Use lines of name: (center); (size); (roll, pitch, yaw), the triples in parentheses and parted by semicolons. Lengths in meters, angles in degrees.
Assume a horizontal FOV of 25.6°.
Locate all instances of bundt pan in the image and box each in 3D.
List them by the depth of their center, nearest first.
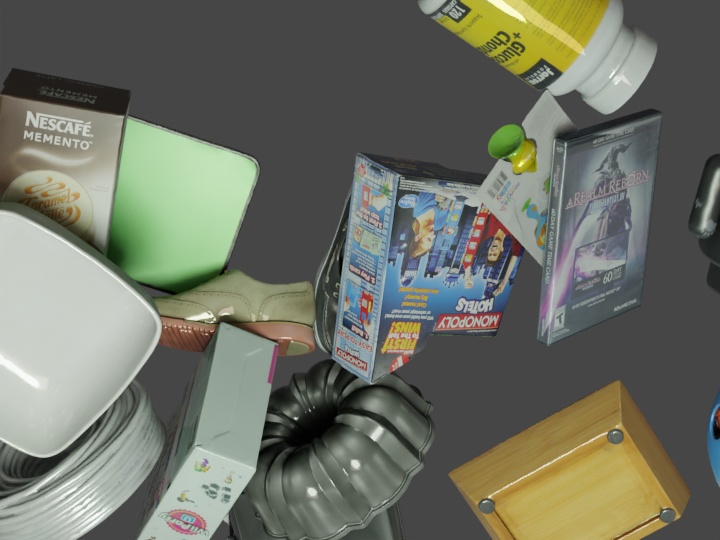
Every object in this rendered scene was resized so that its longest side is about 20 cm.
bundt pan: (-0.034, 0.157, 1.485); (0.202, 0.202, 0.076); (-32, 120, 10)

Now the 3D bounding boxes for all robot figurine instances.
robot figurine: (0.384, -0.063, 1.468); (0.125, 0.150, 0.200); (19, 113, 20)

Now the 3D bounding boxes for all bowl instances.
bowl: (-0.295, 0.043, 1.410); (0.200, 0.075, 0.200); (37, 110, -17)

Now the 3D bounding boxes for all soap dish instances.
soap dish: (0.214, 0.223, 1.594); (0.200, 0.081, 0.157); (-30, 110, 10)

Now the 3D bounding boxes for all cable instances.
cable: (-0.277, 0.181, 1.489); (0.200, 0.200, 0.069); (-17, 119, 25)

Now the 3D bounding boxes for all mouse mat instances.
mouse mat: (-0.209, -0.064, 1.497); (0.200, 0.008, 0.161); (18, 110, -11)

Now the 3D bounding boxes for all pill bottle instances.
pill bottle: (0.159, -0.224, 1.394); (0.200, 0.112, 0.112); (32, 107, -14)

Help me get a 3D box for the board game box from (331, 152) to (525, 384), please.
board game box: (0.056, 0.003, 1.467); (0.200, 0.062, 0.200); (5, 109, -44)

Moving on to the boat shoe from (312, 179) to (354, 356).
boat shoe: (0.000, 0.000, 1.501); (0.070, 0.066, 0.200); (16, 110, -9)

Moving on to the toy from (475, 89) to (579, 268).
toy: (0.172, -0.070, 1.456); (0.115, 0.047, 0.200); (-56, 139, -9)

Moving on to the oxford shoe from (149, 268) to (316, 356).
oxford shoe: (-0.139, 0.036, 1.514); (0.200, 0.071, 0.074); (5, 70, 1)

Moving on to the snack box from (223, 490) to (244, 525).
snack box: (-0.044, 0.208, 1.605); (0.200, 0.024, 0.072); (-41, 110, 13)

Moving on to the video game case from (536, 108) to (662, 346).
video game case: (0.222, -0.041, 1.474); (0.143, 0.019, 0.200); (-19, 122, -40)

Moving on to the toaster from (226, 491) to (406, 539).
toaster: (-0.035, 0.313, 1.579); (0.200, 0.119, 0.181); (-3, 120, -8)

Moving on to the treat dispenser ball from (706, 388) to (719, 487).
treat dispenser ball: (0.434, 0.161, 1.517); (0.200, 0.201, 0.201); (-1, 112, -2)

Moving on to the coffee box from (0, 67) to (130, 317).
coffee box: (-0.280, -0.070, 1.444); (0.114, 0.080, 0.200); (9, 112, -7)

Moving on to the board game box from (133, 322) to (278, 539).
board game box: (-0.147, 0.169, 1.482); (0.064, 0.148, 0.200); (21, 136, -12)
